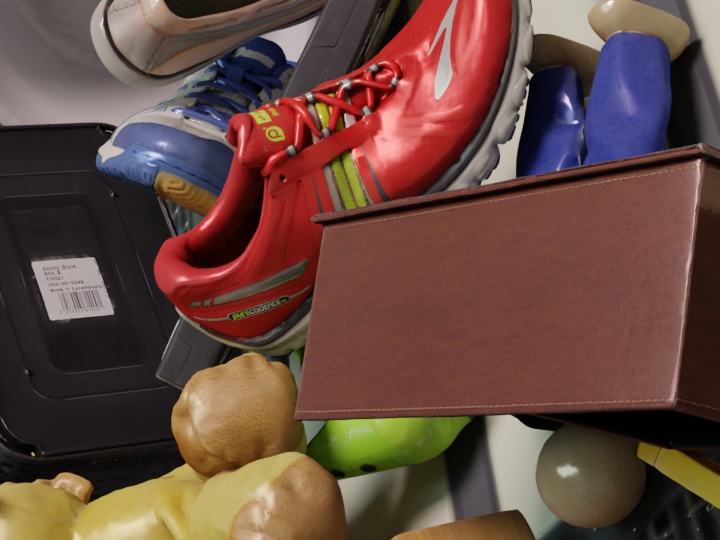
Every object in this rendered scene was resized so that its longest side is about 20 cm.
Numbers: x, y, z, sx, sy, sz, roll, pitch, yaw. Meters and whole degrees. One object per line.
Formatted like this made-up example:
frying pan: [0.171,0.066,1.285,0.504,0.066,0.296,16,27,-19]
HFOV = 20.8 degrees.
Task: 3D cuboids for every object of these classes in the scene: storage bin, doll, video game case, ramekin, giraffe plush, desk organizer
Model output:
storage bin: [-0.163,0.029,1.025,0.094,0.135,0.200,-56,48,46]
doll: [0.088,-0.003,0.731,0.136,0.048,0.200,-20,55,45]
video game case: [-0.033,-0.051,0.936,0.181,0.025,0.200,-63,-2,-79]
ramekin: [-0.122,-0.160,1.084,0.201,0.200,0.098,-55,22,29]
giraffe plush: [-0.102,0.125,0.821,0.200,0.162,0.173,-134,37,-66]
desk organizer: [0.063,0.016,0.650,0.200,0.072,0.077,-8,70,54]

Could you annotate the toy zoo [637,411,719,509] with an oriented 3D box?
toy zoo: [0.155,0.025,0.592,0.200,0.020,0.131,31,100,57]

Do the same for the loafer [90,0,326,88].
loafer: [-0.041,-0.154,0.954,0.200,0.072,0.063,-39,7,-32]

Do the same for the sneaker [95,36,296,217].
sneaker: [-0.074,-0.078,0.975,0.088,0.075,0.200,-64,1,9]

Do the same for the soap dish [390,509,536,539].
soap dish: [0.030,0.197,0.670,0.157,0.081,0.200,-59,27,22]

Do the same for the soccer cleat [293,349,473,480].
soccer cleat: [0.000,0.000,0.863,0.081,0.068,0.200,-22,48,20]

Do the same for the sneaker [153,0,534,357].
sneaker: [-0.009,-0.048,0.784,0.200,0.085,0.077,-51,34,17]
